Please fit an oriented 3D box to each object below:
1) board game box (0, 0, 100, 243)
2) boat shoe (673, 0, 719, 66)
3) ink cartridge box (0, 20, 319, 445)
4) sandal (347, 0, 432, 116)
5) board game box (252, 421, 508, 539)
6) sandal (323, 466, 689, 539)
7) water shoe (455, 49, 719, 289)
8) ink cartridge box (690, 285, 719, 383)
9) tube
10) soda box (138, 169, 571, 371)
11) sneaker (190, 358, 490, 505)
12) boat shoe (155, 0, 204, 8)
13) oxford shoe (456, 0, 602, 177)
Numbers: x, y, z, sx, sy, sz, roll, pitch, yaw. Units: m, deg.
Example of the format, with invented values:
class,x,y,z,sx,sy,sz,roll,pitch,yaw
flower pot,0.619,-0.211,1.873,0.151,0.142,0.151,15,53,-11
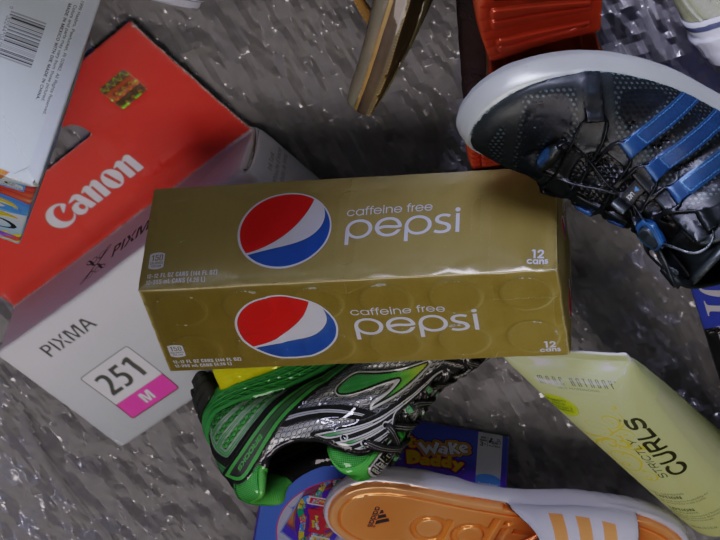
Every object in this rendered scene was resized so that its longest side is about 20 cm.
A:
class,x,y,z,sx,sy,sz,roll,pitch,yaw
board game box,-0.176,-0.087,0.880,0.102,0.106,0.200,19,170,-9
boat shoe,0.216,-0.151,0.860,0.199,0.072,0.062,-26,119,29
ink cartridge box,-0.120,-0.012,1.048,0.199,0.044,0.173,-34,121,31
sandal,0.011,-0.162,0.878,0.054,0.081,0.201,18,132,13
board game box,0.002,0.169,1.188,0.133,0.045,0.201,11,132,-2
sandal,0.079,0.159,1.100,0.205,0.060,0.080,9,132,-11
water shoe,0.138,-0.037,0.889,0.198,0.079,0.072,13,141,-14
ink cartridge box,0.218,0.014,1.022,0.093,0.044,0.201,-12,128,15
tube,0.146,0.082,1.048,0.058,0.052,0.200,-35,139,13
soda box,0.000,0.000,0.966,0.198,0.064,0.068,-3,142,9
sneaker,0.016,0.062,1.043,0.199,0.086,0.078,-24,154,9
boat shoe,-0.154,-0.176,0.895,0.198,0.070,0.067,19,103,5
oxford shoe,0.076,-0.106,0.929,0.071,0.073,0.201,-12,148,-6
